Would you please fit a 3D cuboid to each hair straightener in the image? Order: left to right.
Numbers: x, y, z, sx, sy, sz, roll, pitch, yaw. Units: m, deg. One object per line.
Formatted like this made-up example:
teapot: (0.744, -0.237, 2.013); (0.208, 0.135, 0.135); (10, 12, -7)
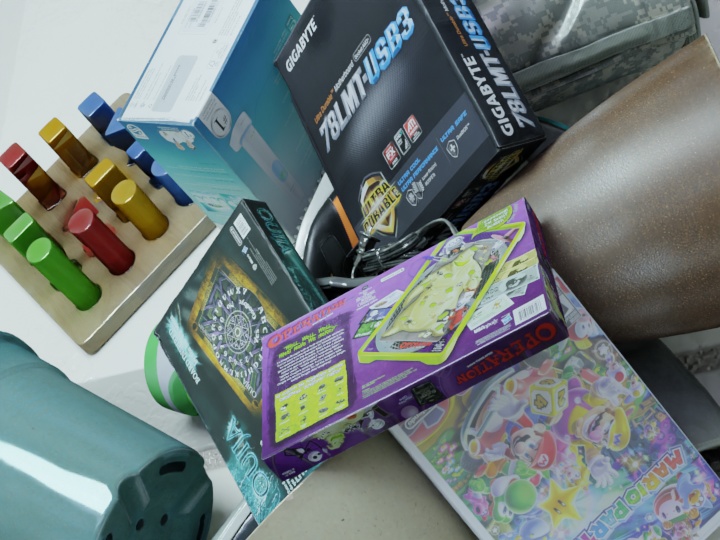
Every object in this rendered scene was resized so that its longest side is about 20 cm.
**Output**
hair straightener: (0.000, 0.000, 1.063); (0.199, 0.041, 0.078); (-22, 54, 47)

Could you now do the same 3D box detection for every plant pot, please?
plant pot: (-0.228, 0.171, 1.146); (0.195, 0.201, 0.201); (19, 69, 27)
plant pot: (0.175, -0.027, 1.017); (0.199, 0.187, 0.188); (-25, 50, 14)

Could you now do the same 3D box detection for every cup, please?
cup: (0.011, 0.210, 0.999); (0.200, 0.200, 0.143); (-44, 77, -5)

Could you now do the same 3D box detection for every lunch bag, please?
lunch bag: (0.150, -0.202, 1.189); (0.198, 0.140, 0.168); (-20, 36, 1)

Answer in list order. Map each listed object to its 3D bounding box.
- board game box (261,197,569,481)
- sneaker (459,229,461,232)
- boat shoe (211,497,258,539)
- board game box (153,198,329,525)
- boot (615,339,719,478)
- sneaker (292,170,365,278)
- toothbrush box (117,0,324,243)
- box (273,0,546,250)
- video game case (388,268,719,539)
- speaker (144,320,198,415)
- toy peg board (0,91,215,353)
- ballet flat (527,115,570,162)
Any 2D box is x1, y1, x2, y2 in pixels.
board game box: (0.027, 0.041, 0.942); (0.199, 0.032, 0.121); (-28, 37, 16)
sneaker: (0.059, -0.059, 1.181); (0.077, 0.070, 0.201); (-29, 72, 3)
boat shoe: (-0.071, 0.191, 1.115); (0.060, 0.076, 0.201); (32, 94, -4)
board game box: (-0.066, 0.067, 1.071); (0.136, 0.028, 0.201); (-52, 52, 27)
boot: (0.148, 0.089, 1.074); (0.181, 0.073, 0.201); (-28, 56, 8)
sneaker: (0.011, -0.044, 1.229); (0.089, 0.070, 0.201); (11, 68, 23)
toothbrush box: (-0.083, -0.120, 1.244); (0.085, 0.200, 0.147); (7, 63, 36)
box: (0.026, -0.124, 1.090); (0.049, 0.200, 0.200); (-18, 73, -32)
video game case: (0.127, 0.120, 0.965); (0.143, 0.200, 0.018); (-41, 10, -7)
speaker: (-0.066, 0.071, 1.181); (0.198, 0.089, 0.089); (-2, 58, 27)
toy peg board: (-0.244, -0.069, 1.364); (0.199, 0.098, 0.200); (-47, 50, -7)
ballet flat: (0.181, -0.066, 1.155); (0.199, 0.067, 0.064); (21, 78, 37)
